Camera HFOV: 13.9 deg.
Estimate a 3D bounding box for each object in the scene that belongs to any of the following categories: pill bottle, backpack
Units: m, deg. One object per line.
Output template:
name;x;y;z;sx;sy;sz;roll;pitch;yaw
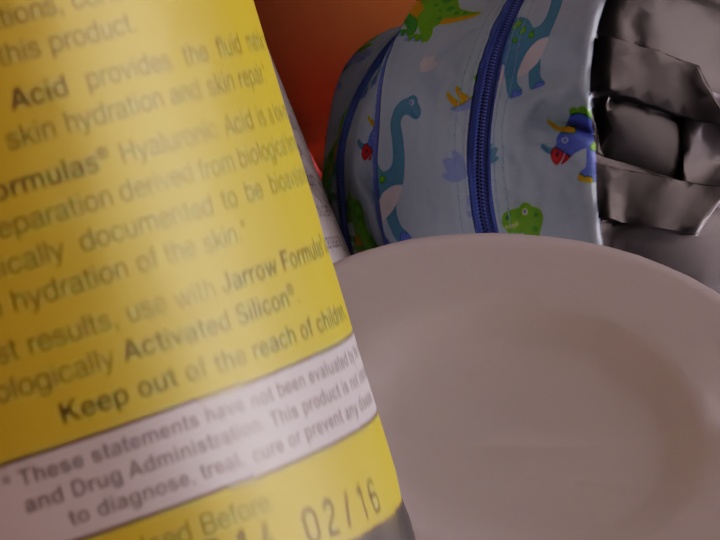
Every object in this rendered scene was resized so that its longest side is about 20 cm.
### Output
pill bottle;-0.068;-0.023;0.427;0.111;0.111;0.201;-42;116;-83
backpack;0.083;-0.009;0.786;0.200;0.153;0.164;25;69;-62
pill bottle;0.023;0.103;0.568;0.114;0.113;0.201;-104;-167;-50

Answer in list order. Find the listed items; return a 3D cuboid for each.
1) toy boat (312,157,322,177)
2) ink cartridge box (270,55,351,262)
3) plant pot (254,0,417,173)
toy boat;0.000;0.000;0.873;0.200;0.130;0.131;-56;123;-82
ink cartridge box;-0.060;-0.023;0.673;0.145;0.083;0.201;-14;82;-84
plant pot;-0.018;-0.135;0.995;0.140;0.200;0.200;42;22;-37
